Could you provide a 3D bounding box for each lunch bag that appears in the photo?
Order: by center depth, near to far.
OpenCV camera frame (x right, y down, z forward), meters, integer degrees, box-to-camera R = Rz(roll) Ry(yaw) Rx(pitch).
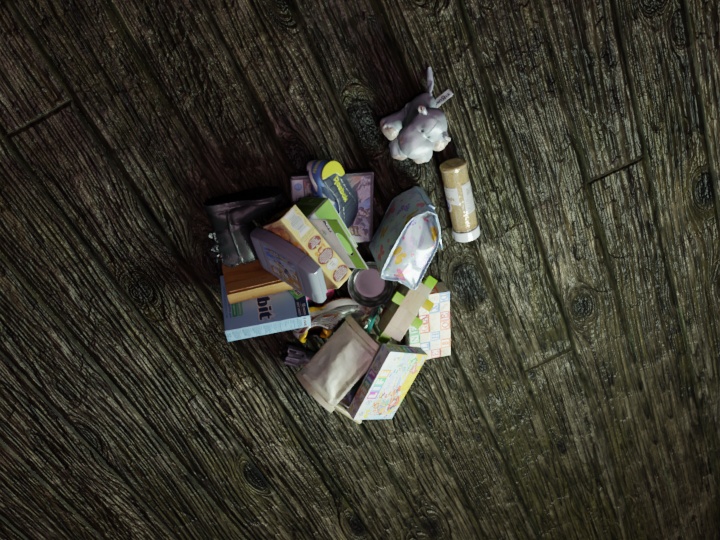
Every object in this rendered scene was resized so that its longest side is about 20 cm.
[{"bbox_3d":[0.119,-0.084,1.521,0.126,0.170,0.202,18,111,-18],"label":"lunch bag"}]

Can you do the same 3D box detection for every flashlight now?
[{"bbox_3d":[-0.111,0.250,1.707,0.198,0.068,0.069,16,87,-15],"label":"flashlight"}]

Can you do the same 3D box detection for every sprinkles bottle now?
[{"bbox_3d":[0.244,-0.171,1.562,0.067,0.068,0.202,-18,118,-3],"label":"sprinkles bottle"}]

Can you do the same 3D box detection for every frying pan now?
[{"bbox_3d":[-0.007,0.016,1.581,0.189,0.031,0.116,30,102,-3],"label":"frying pan"}]

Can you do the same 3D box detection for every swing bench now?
[{"bbox_3d":[-0.017,0.248,1.581,0.199,0.130,0.200,-48,142,4],"label":"swing bench"}]

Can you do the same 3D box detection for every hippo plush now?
[{"bbox_3d":[0.152,-0.309,1.418,0.200,0.161,0.159,-44,117,12],"label":"hippo plush"}]

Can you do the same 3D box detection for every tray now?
[{"bbox_3d":[-0.225,0.010,1.524,0.198,0.099,0.037,-13,140,-10],"label":"tray"}]

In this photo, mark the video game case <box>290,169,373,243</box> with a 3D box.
[{"bbox_3d":[-0.067,-0.148,1.531,0.197,0.026,0.183,-4,117,-10],"label":"video game case"}]

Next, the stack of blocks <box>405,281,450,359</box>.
[{"bbox_3d":[0.178,0.138,1.710,0.114,0.059,0.202,-9,118,-8],"label":"stack of blocks"}]

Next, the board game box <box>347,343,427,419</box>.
[{"bbox_3d":[0.065,0.273,1.549,0.133,0.034,0.202,10,114,-41],"label":"board game box"}]

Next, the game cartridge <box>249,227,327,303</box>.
[{"bbox_3d":[-0.164,-0.016,1.432,0.042,0.199,0.134,-49,152,-20],"label":"game cartridge"}]

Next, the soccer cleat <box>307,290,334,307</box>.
[{"bbox_3d":[-0.163,0.065,1.597,0.198,0.087,0.070,-21,150,-25],"label":"soccer cleat"}]

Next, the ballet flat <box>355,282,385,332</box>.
[{"bbox_3d":[0.016,0.102,1.663,0.063,0.076,0.202,23,108,11],"label":"ballet flat"}]

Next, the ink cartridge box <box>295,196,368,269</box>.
[{"bbox_3d":[-0.059,-0.084,1.433,0.076,0.199,0.149,-48,123,-26],"label":"ink cartridge box"}]

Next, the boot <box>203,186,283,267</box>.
[{"bbox_3d":[-0.263,-0.099,1.488,0.196,0.074,0.164,-12,119,-3],"label":"boot"}]

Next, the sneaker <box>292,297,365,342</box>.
[{"bbox_3d":[-0.077,0.130,1.586,0.198,0.083,0.078,-16,147,-18],"label":"sneaker"}]

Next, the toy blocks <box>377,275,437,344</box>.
[{"bbox_3d":[0.102,0.088,1.610,0.099,0.137,0.201,32,91,-14],"label":"toy blocks"}]

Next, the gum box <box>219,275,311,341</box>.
[{"bbox_3d":[-0.229,0.071,1.524,0.197,0.171,0.045,-9,140,-7],"label":"gum box"}]

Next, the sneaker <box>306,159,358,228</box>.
[{"bbox_3d":[-0.064,-0.178,1.466,0.074,0.082,0.201,-48,140,-25],"label":"sneaker"}]

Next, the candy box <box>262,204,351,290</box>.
[{"bbox_3d":[-0.120,-0.046,1.426,0.055,0.115,0.201,-46,106,-24],"label":"candy box"}]
